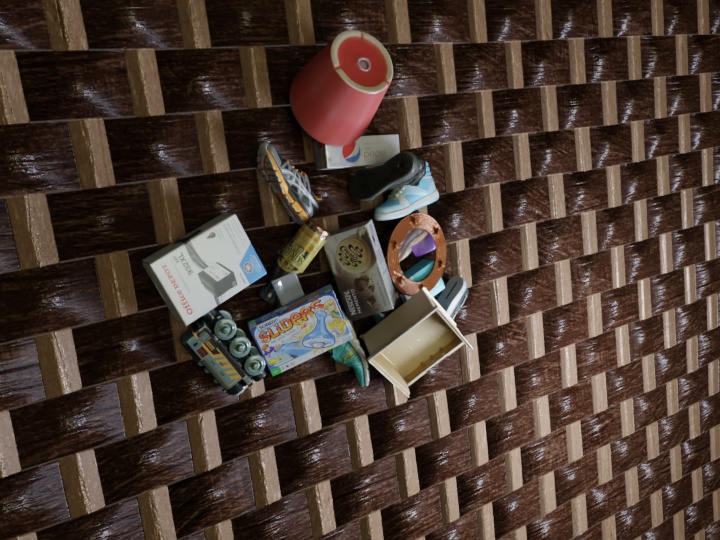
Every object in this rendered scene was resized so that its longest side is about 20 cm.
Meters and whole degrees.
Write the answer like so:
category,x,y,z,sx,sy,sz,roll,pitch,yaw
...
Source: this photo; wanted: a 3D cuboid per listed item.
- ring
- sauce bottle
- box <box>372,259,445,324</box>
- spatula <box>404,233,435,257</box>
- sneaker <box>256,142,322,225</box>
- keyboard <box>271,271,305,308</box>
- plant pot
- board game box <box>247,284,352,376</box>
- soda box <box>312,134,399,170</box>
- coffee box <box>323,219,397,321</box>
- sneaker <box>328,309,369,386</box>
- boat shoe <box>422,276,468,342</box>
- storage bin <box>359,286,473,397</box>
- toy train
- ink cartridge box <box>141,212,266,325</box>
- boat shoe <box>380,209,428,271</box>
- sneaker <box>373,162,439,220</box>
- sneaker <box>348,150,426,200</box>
category,x,y,z,sx,sy,sz,roll,pitch,yaw
ring,0.142,-0.036,1.508,0.199,0.019,0.203,-5,97,-39
sauce bottle,-0.147,-0.018,1.368,0.066,0.066,0.201,33,93,-28
box,0.112,0.058,1.553,0.199,0.049,0.083,-35,110,-23
spatula,0.102,-0.036,1.555,0.199,0.020,0.057,-31,111,-23
sneaker,-0.155,-0.196,1.364,0.077,0.078,0.201,-43,124,-19
keyboard,-0.139,0.091,1.392,0.056,0.011,0.202,-27,126,-12
plant pot,-0.031,-0.392,1.323,0.198,0.177,0.203,8,71,-25
board game box,-0.130,0.132,1.380,0.198,0.035,0.137,-25,118,-5
soda box,-0.007,-0.273,1.445,0.198,0.063,0.069,-10,99,-28
coffee box,0.000,0.000,1.429,0.112,0.080,0.202,-16,100,13
sneaker,-0.037,0.187,1.479,0.079,0.077,0.202,-27,102,-7
boat shoe,0.216,0.112,1.605,0.201,0.072,0.071,-51,133,-7
storage bin,0.135,0.176,1.494,0.199,0.094,0.199,-38,126,8
toy train,-0.286,0.173,1.321,0.114,0.085,0.201,-37,114,-8
ink cartridge box,-0.316,-0.006,1.279,0.199,0.083,0.146,-34,111,-23
boat shoe,0.084,-0.070,1.514,0.200,0.070,0.071,-46,122,-28
sneaker,0.096,-0.203,1.505,0.199,0.079,0.132,-28,110,-35
sneaker,0.069,-0.210,1.440,0.114,0.198,0.077,-1,72,-53
